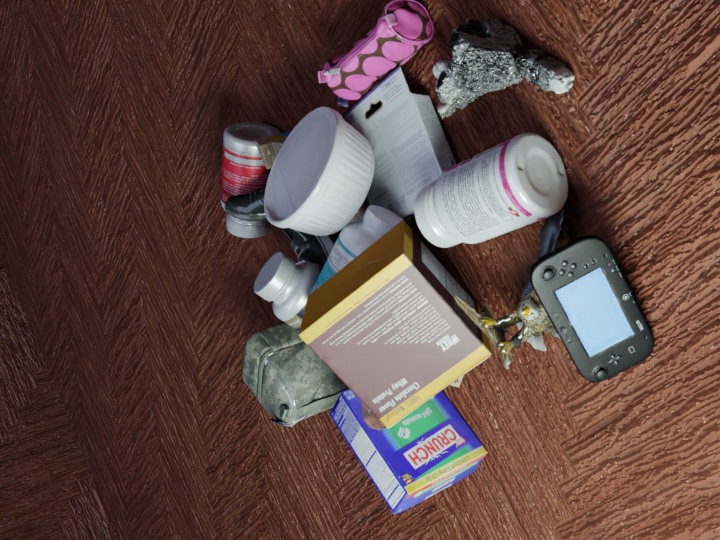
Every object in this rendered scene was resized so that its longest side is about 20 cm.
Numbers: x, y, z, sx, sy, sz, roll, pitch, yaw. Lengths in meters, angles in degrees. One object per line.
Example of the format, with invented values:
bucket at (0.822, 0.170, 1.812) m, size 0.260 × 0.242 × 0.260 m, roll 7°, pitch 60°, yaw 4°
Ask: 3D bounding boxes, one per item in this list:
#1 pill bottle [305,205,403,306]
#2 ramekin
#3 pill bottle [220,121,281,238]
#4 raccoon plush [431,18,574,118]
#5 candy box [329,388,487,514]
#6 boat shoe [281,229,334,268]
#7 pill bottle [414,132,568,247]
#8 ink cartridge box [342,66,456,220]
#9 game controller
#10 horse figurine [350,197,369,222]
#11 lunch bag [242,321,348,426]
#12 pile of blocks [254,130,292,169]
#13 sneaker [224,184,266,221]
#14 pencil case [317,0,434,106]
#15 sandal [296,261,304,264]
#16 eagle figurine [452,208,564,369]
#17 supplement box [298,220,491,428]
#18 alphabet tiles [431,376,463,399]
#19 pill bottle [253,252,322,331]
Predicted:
pill bottle at (0.000, 0.000, 1.484) m, size 0.111 × 0.110 × 0.201 m, roll 43°, pitch 116°, yaw 35°
ramekin at (-0.061, -0.147, 1.481) m, size 0.202 × 0.094 × 0.203 m, roll -37°, pitch 39°, yaw 39°
pill bottle at (-0.207, -0.169, 1.778) m, size 0.112 × 0.112 × 0.201 m, roll 36°, pitch 129°, yaw 41°
raccoon plush at (0.176, -0.242, 1.261) m, size 0.200 × 0.096 × 0.135 m, roll 46°, pitch 144°, yaw 33°
candy box at (0.076, 0.264, 1.519) m, size 0.200 × 0.168 × 0.077 m, roll 54°, pitch 144°, yaw 24°
boat shoe at (-0.091, -0.042, 1.686) m, size 0.200 × 0.063 × 0.071 m, roll 52°, pitch 163°, yaw 42°
pill bottle at (0.172, -0.102, 1.281) m, size 0.200 × 0.113 × 0.114 m, roll -22°, pitch 86°, yaw 49°
ink cartridge box at (0.060, -0.187, 1.473) m, size 0.196 × 0.043 × 0.201 m, roll -29°, pitch 78°, yaw 55°
game controller at (0.289, 0.049, 1.168) m, size 0.104 × 0.042 × 0.200 m, roll -25°, pitch 116°, yaw 17°
horse figurine at (-0.006, -0.076, 1.600) m, size 0.132 × 0.050 × 0.201 m, roll -22°, pitch 83°, yaw 60°
lunch bag at (-0.096, 0.184, 1.694) m, size 0.168 × 0.199 × 0.140 m, roll 41°, pitch 134°, yaw 38°
pile of blocks at (-0.095, -0.206, 1.642) m, size 0.199 × 0.082 × 0.062 m, roll 7°, pitch 125°, yaw 36°
sneaker at (-0.153, -0.134, 1.681) m, size 0.199 × 0.073 × 0.082 m, roll 0°, pitch 112°, yaw 20°
pencil case at (0.021, -0.331, 1.423) m, size 0.200 × 0.093 × 0.091 m, roll -32°, pitch 60°, yaw 51°
sandal at (-0.132, 0.024, 1.806) m, size 0.202 × 0.050 × 0.083 m, roll -2°, pitch 102°, yaw 53°
eagle figurine at (0.248, 0.038, 1.263) m, size 0.152 × 0.151 × 0.200 m, roll 41°, pitch 108°, yaw -18°
supplement box at (0.052, 0.079, 1.375) m, size 0.197 × 0.133 × 0.200 m, roll -38°, pitch 106°, yaw 17°
alphabet tiles at (0.075, 0.114, 1.466) m, size 0.006 × 0.199 × 0.167 m, roll -82°, pitch 9°, yaw -65°
pill bottle at (-0.080, 0.056, 1.610) m, size 0.200 × 0.112 × 0.111 m, roll 35°, pitch 150°, yaw -22°
